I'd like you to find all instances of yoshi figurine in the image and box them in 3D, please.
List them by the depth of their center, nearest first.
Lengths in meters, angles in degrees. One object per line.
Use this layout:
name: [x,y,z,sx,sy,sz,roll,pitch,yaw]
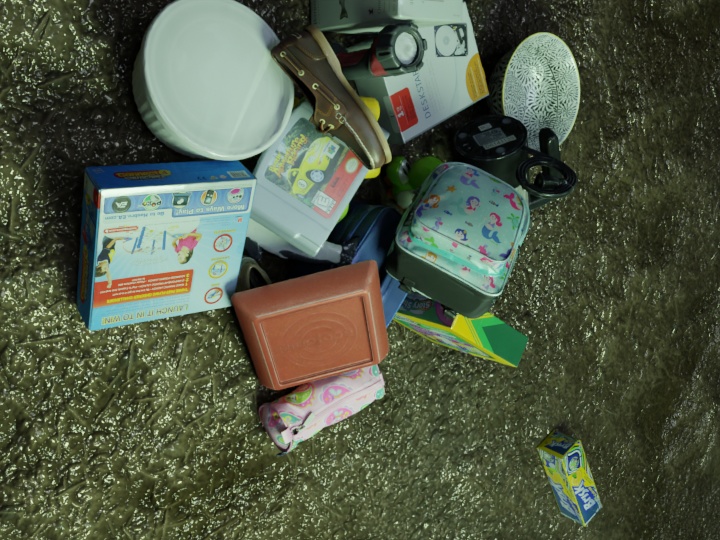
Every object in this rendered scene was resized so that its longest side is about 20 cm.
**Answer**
yoshi figurine: [0.122,-0.102,1.223,0.112,0.112,0.200,-36,113,5]

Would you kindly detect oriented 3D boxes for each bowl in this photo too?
bowl: [0.282,-0.305,1.338,0.200,0.094,0.202,-7,102,-36]

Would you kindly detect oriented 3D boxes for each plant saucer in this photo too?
plant saucer: [-0.060,0.089,1.070,0.199,0.037,0.200,-14,136,-5]

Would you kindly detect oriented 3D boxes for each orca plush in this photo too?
orca plush: [-0.099,-0.066,1.085,0.199,0.071,0.106,12,107,-3]

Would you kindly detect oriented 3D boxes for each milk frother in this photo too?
milk frother: [0.248,-0.121,1.235,0.200,0.180,0.188,-88,167,-44]

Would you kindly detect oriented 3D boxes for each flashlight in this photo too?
flashlight: [0.003,-0.295,1.056,0.068,0.200,0.068,46,71,-33]

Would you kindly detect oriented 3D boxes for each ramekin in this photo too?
ramekin: [-0.191,-0.232,0.967,0.202,0.094,0.203,3,84,-35]

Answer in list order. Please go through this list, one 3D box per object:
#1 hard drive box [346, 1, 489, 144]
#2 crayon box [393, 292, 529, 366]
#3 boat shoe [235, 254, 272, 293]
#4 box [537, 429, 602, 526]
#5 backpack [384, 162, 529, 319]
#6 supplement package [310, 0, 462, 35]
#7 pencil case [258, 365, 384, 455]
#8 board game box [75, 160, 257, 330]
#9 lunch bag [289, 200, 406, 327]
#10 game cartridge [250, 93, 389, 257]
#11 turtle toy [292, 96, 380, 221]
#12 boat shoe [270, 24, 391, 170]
hard drive box: [0.092,-0.308,1.202,0.200,0.077,0.156,-34,117,-28]
crayon box: [0.137,0.079,1.229,0.172,0.200,0.058,32,78,-37]
boat shoe: [-0.131,0.071,1.099,0.072,0.076,0.200,-42,121,-24]
box: [0.439,0.435,1.611,0.064,0.070,0.200,-37,118,-24]
backpack: [0.146,-0.059,1.085,0.200,0.177,0.151,-58,173,-38]
supplement package: [0.031,-0.394,1.059,0.117,0.200,0.117,-11,105,-36]
pencil case: [-0.056,0.201,1.177,0.200,0.087,0.088,-25,113,-33]
board game box: [-0.243,-0.034,0.958,0.200,0.056,0.196,-9,129,-37]
lunch bag: [0.000,0.000,1.152,0.136,0.132,0.200,39,74,-35]
game cartridge: [-0.065,-0.136,1.024,0.133,0.041,0.200,32,86,-11]
turtle toy: [-0.050,-0.162,1.098,0.145,0.101,0.201,-3,96,-15]
boat shoe: [-0.039,-0.208,0.974,0.070,0.070,0.200,-35,93,-17]
